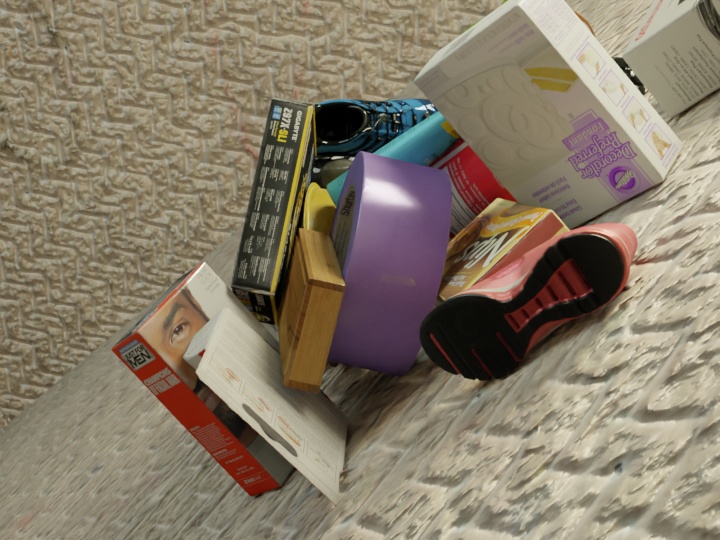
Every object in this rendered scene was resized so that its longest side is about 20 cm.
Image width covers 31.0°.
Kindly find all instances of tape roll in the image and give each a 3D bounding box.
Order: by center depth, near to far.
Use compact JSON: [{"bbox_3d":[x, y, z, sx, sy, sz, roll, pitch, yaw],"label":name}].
[{"bbox_3d":[0.017,-0.006,1.216,0.200,0.085,0.200,-168,90,-81],"label":"tape roll"}]

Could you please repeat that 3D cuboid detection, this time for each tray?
[{"bbox_3d":[-0.050,0.031,1.201,0.200,0.037,0.099,-113,36,-74],"label":"tray"}]

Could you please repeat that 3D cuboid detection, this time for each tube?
[{"bbox_3d":[0.058,-0.124,1.304,0.200,0.050,0.077,-37,-1,13],"label":"tube"}]

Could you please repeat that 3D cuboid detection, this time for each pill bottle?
[{"bbox_3d":[0.125,-0.085,1.337,0.200,0.112,0.112,-36,12,32],"label":"pill bottle"}]

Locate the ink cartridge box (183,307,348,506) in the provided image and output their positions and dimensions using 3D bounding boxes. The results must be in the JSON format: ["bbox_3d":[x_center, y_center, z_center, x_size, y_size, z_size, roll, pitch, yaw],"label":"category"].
[{"bbox_3d":[-0.084,0.123,1.115,0.050,0.161,0.200,-44,9,13],"label":"ink cartridge box"}]

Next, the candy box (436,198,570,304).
[{"bbox_3d":[0.121,-0.004,1.169,0.115,0.055,0.200,-44,10,-1],"label":"candy box"}]

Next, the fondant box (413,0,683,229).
[{"bbox_3d":[0.166,-0.140,1.155,0.144,0.200,0.058,-31,17,48],"label":"fondant box"}]

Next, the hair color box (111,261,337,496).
[{"bbox_3d":[-0.127,0.105,1.244,0.064,0.200,0.111,-30,16,50],"label":"hair color box"}]

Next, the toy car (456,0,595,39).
[{"bbox_3d":[0.195,-0.214,1.470,0.158,0.164,0.200,-38,13,23],"label":"toy car"}]

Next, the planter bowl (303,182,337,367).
[{"bbox_3d":[0.000,0.000,1.395,0.083,0.201,0.200,-7,18,10],"label":"planter bowl"}]

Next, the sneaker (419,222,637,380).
[{"bbox_3d":[0.137,0.023,1.016,0.200,0.074,0.087,-31,1,34],"label":"sneaker"}]

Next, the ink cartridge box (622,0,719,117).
[{"bbox_3d":[0.359,-0.251,1.218,0.200,0.084,0.146,-33,14,40],"label":"ink cartridge box"}]

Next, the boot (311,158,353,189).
[{"bbox_3d":[0.044,-0.072,1.475,0.131,0.200,0.068,-2,65,41],"label":"boot"}]

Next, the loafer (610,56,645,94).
[{"bbox_3d":[0.212,-0.199,1.375,0.200,0.068,0.070,1,-14,-32],"label":"loafer"}]

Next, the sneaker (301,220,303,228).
[{"bbox_3d":[-0.063,0.032,1.460,0.078,0.200,0.099,-10,31,0],"label":"sneaker"}]

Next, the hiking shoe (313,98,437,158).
[{"bbox_3d":[0.012,-0.158,1.461,0.200,0.074,0.087,-8,0,-12],"label":"hiking shoe"}]

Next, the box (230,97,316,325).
[{"bbox_3d":[-0.087,-0.056,1.335,0.160,0.049,0.200,103,178,-76],"label":"box"}]

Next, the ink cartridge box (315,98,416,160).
[{"bbox_3d":[-0.001,-0.127,1.575,0.200,0.044,0.094,-31,26,7],"label":"ink cartridge box"}]

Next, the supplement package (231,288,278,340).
[{"bbox_3d":[-0.042,-0.007,1.629,0.200,0.117,0.117,-47,12,-26],"label":"supplement package"}]
